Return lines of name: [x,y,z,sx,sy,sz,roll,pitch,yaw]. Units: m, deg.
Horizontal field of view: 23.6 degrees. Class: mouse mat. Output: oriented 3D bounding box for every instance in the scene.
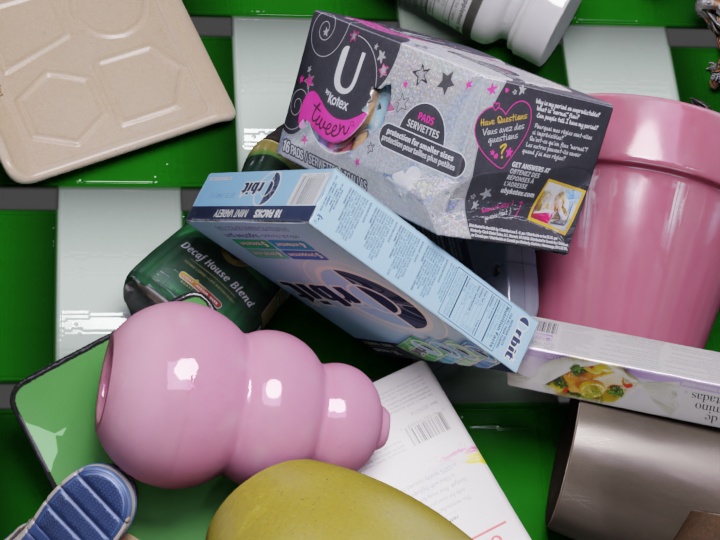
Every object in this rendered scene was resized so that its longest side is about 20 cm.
mouse mat: [-0.136,0.136,1.215,0.160,0.008,0.201,-27,89,-9]

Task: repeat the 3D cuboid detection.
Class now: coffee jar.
coffee jar: [-0.081,-0.020,1.309,0.104,0.086,0.200,38,63,8]

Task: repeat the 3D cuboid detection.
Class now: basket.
basket: [0.242,0.153,1.247,0.198,0.136,0.182,14,72,3]

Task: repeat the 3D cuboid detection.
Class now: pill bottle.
pill bottle: [0.089,-0.264,1.449,0.199,0.114,0.114,30,62,8]

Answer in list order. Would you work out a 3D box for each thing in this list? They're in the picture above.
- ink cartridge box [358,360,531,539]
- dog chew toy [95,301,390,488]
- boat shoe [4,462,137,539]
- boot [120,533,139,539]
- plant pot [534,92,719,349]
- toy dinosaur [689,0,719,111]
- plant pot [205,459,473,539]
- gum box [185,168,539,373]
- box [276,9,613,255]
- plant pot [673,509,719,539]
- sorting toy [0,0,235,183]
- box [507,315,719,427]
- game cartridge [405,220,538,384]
ink cartridge box: [0.042,0.181,1.234,0.116,0.067,0.201,-23,68,-18]
dog chew toy: [-0.077,0.092,1.168,0.198,0.125,0.126,10,61,-15]
boat shoe: [-0.223,0.212,1.167,0.200,0.072,0.072,-41,85,2]
boot: [-0.156,0.292,1.142,0.154,0.077,0.201,-31,85,-17]
plant pot: [0.202,-0.015,1.305,0.198,0.200,0.181,12,76,-2]
toy dinosaur: [0.352,-0.161,1.455,0.135,0.103,0.199,-23,45,-37]
plant pot: [-0.024,0.206,1.104,0.198,0.201,0.142,-23,46,-20]
gum box: [0.000,0.000,1.201,0.199,0.169,0.045,36,72,-29]
box: [0.055,-0.101,1.216,0.131,0.116,0.199,7,13,-39]
plant pot: [0.241,0.265,1.120,0.185,0.187,0.202,13,82,-2]
sorting toy: [-0.223,-0.168,1.398,0.198,0.037,0.186,-18,67,-22]
box: [0.202,0.074,1.206,0.198,0.039,0.042,10,36,9]
game cartridge: [0.071,-0.029,1.314,0.041,0.133,0.202,6,59,-35]
